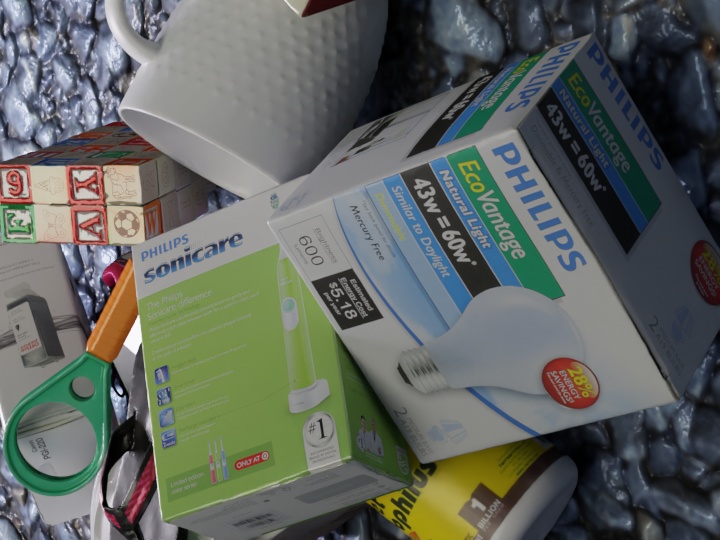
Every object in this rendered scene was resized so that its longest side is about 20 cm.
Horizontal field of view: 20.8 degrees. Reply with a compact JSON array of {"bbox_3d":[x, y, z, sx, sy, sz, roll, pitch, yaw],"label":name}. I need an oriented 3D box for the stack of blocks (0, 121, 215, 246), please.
[{"bbox_3d":[-0.174,-0.069,1.471,0.115,0.200,0.059,1,104,18],"label":"stack of blocks"}]

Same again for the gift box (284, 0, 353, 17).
[{"bbox_3d":[-0.008,-0.305,1.252,0.187,0.184,0.200,46,127,16],"label":"gift box"}]

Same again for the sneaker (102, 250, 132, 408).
[{"bbox_3d":[-0.180,0.075,1.616,0.081,0.075,0.201,16,113,43],"label":"sneaker"}]

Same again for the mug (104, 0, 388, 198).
[{"bbox_3d":[-0.081,-0.162,1.339,0.176,0.200,0.148,-62,21,-9],"label":"mug"}]

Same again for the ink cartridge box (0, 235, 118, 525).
[{"bbox_3d":[-0.255,0.085,1.608,0.146,0.085,0.200,79,173,-52],"label":"ink cartridge box"}]

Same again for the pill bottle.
[{"bbox_3d":[0.041,0.118,1.338,0.200,0.109,0.109,37,127,17],"label":"pill bottle"}]

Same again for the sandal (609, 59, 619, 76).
[{"bbox_3d":[0.101,-0.069,1.292,0.211,0.078,0.070,-24,118,35],"label":"sandal"}]

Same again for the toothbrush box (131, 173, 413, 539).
[{"bbox_3d":[-0.060,0.060,1.285,0.145,0.086,0.201,-22,64,23],"label":"toothbrush box"}]

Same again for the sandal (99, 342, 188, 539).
[{"bbox_3d":[-0.158,0.136,1.399,0.075,0.045,0.201,-6,74,40],"label":"sandal"}]

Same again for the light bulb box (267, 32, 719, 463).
[{"bbox_3d":[0.089,-0.009,1.202,0.200,0.125,0.198,-19,111,39],"label":"light bulb box"}]

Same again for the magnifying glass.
[{"bbox_3d":[-0.204,0.081,1.465,0.079,0.022,0.200,28,104,-3],"label":"magnifying glass"}]

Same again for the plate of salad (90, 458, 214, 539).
[{"bbox_3d":[-0.146,0.219,1.464,0.200,0.048,0.201,18,113,52],"label":"plate of salad"}]

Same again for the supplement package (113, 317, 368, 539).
[{"bbox_3d":[-0.080,0.107,1.484,0.121,0.120,0.200,-41,72,47],"label":"supplement package"}]
